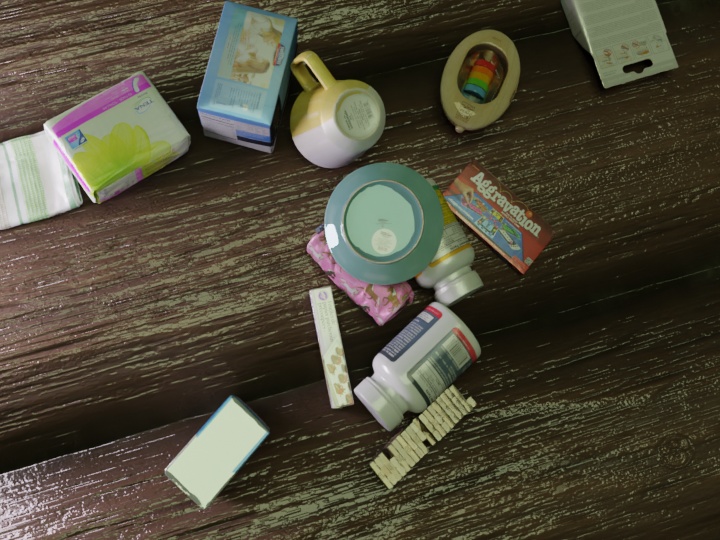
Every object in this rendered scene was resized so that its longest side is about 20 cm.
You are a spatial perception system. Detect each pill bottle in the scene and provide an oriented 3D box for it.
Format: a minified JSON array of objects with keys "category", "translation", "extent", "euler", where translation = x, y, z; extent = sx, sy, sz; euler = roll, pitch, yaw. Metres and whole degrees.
[{"category":"pill bottle","translation":[0.124,-0.042,1.386],"extent":[0.112,0.113,0.202],"euler":[-28,82,-9]},{"category":"pill bottle","translation":[0.089,0.160,1.341],"extent":[0.200,0.120,0.120],"euler":[-42,85,-11]}]

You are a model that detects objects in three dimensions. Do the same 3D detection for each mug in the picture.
[{"category":"mug","translation":[-0.045,-0.259,1.369],"extent":[0.184,0.153,0.151],"euler":[22,86,-19]}]

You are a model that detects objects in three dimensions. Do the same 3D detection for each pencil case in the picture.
[{"category":"pencil case","translation":[0.000,0.000,1.384],"extent":[0.200,0.087,0.083],"euler":[46,61,4]}]

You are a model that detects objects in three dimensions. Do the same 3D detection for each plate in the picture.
[{"category":"plate","translation":[0.037,-0.078,1.330],"extent":[0.197,0.026,0.204],"euler":[-1,84,5]}]

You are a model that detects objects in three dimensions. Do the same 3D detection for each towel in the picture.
[{"category":"towel","translation":[-0.587,-0.152,1.393],"extent":[0.197,0.031,0.151],"euler":[-17,80,-8]}]

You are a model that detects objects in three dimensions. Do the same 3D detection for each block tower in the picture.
[{"category":"block tower","translation":[0.100,0.270,1.353],"extent":[0.199,0.054,0.058],"euler":[-40,85,-11]}]

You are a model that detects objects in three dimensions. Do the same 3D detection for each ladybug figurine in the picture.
[{"category":"ladybug figurine","translation":[0.210,-0.333,1.471],"extent":[0.134,0.072,0.202],"euler":[27,77,1]}]

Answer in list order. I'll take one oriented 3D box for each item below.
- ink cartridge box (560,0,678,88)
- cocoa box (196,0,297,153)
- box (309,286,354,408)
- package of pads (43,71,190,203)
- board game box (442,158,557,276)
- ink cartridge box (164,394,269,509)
[{"category":"ink cartridge box","translation":[0.484,-0.445,1.533],"extent":[0.159,0.050,0.203],"euler":[-17,85,-8]},{"category":"cocoa box","translation":[-0.190,-0.330,1.408],"extent":[0.131,0.131,0.203],"euler":[13,78,-2]},{"category":"box","translation":[-0.049,0.130,1.376],"extent":[0.038,0.041,0.203],"euler":[-10,81,-7]},{"category":"package of pads","translation":[-0.406,-0.224,1.389],"extent":[0.199,0.068,0.155],"euler":[-36,84,-20]},{"category":"board game box","translation":[0.243,-0.096,1.455],"extent":[0.200,0.019,0.103],"euler":[41,77,4]},{"category":"ink cartridge box","translation":[-0.212,0.272,1.255],"extent":[0.084,0.200,0.145],"euler":[41,79,0]}]
